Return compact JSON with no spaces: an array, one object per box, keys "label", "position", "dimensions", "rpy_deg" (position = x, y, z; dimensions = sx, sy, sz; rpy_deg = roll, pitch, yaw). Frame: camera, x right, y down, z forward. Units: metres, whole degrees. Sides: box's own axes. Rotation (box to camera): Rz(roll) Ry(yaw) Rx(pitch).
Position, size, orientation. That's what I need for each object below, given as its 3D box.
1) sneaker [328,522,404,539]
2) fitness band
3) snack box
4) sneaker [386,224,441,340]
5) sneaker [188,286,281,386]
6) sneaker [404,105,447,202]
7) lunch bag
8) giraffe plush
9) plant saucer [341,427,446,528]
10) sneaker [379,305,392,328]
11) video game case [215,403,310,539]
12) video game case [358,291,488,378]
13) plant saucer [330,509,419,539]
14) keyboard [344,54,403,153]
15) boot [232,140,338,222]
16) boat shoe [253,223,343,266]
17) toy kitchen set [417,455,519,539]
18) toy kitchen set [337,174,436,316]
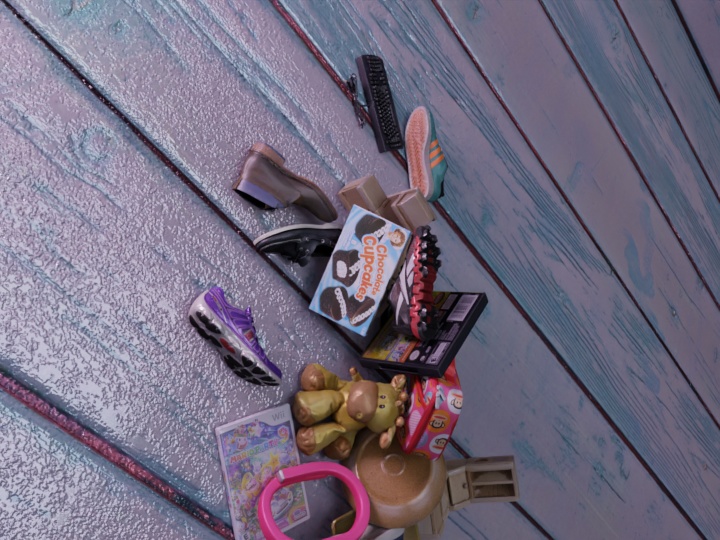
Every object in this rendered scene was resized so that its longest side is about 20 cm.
[{"label":"sneaker","position":[0.000,0.496,1.078],"dimensions":[0.196,0.074,0.087],"rpy_deg":[-5,94,-36]},{"label":"fitness band","position":[-0.073,0.393,1.039],"dimensions":[0.196,0.038,0.145],"rpy_deg":[0,48,-35]},{"label":"snack box","position":[0.000,0.000,1.127],"dimensions":[0.114,0.037,0.204],"rpy_deg":[24,93,8]},{"label":"sneaker","position":[0.091,0.021,1.120],"dimensions":[0.070,0.096,0.206],"rpy_deg":[16,74,-50]},{"label":"sneaker","position":[-0.189,0.109,1.031],"dimensions":[0.201,0.080,0.084],"rpy_deg":[54,49,-20]},{"label":"sneaker","position":[0.147,-0.251,1.376],"dimensions":[0.079,0.070,0.206],"rpy_deg":[-2,90,-44]},{"label":"lunch bag","position":[0.124,0.216,1.135],"dimensions":[0.080,0.201,0.179],"rpy_deg":[17,114,-13]},{"label":"giraffe plush","position":[-0.001,0.245,1.106],"dimensions":[0.197,0.160,0.177],"rpy_deg":[1,80,-43]},{"label":"plant saucer","position":[0.060,0.357,1.142],"dimensions":[0.201,0.197,0.036],"rpy_deg":[-54,157,-31]},{"label":"sneaker","position":[0.099,0.157,1.278],"dimensions":[0.200,0.059,0.105],"rpy_deg":[46,61,-22]},{"label":"video game case","position":[-0.161,0.343,1.057],"dimensions":[0.141,0.018,0.205],"rpy_deg":[-11,91,-40]},{"label":"video game case","position":[0.116,0.109,1.150],"dimensions":[0.201,0.178,0.026],"rpy_deg":[-50,125,-36]},{"label":"plant saucer","position":[0.027,0.522,1.173],"dimensions":[0.197,0.048,0.205],"rpy_deg":[-12,92,-41]},{"label":"keyboard","position":[0.029,-0.348,1.316],"dimensions":[0.125,0.020,0.205],"rpy_deg":[-19,96,-41]},{"label":"boot","position":[-0.134,-0.127,1.120],"dimensions":[0.199,0.074,0.098],"rpy_deg":[39,70,-18]},{"label":"boat shoe","position":[-0.101,-0.041,1.127],"dimensions":[0.197,0.074,0.068],"rpy_deg":[-8,77,-50]},{"label":"toy kitchen set","position":[0.200,0.389,1.209],"dimensions":[0.199,0.176,0.168],"rpy_deg":[-9,90,-72]},{"label":"toy kitchen set","position":[0.033,-0.051,1.174],"dimensions":[0.181,0.161,0.202],"rpy_deg":[-48,113,-33]}]
